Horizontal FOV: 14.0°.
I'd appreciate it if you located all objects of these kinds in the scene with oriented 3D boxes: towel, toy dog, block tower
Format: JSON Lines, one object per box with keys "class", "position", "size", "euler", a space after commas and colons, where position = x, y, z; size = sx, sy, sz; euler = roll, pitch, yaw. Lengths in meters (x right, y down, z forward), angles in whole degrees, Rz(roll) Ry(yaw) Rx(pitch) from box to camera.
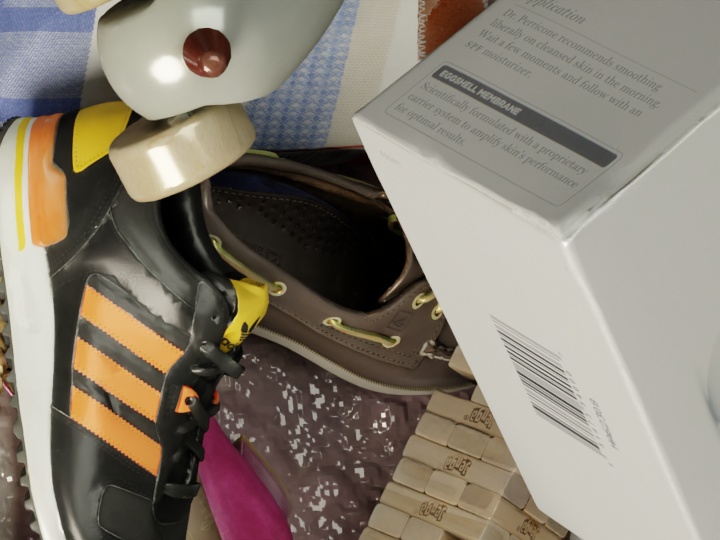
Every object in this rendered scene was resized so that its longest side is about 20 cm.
{"class": "towel", "position": [-0.043, -0.107, 1.073], "size": [0.200, 0.024, 0.147], "euler": [-3, 127, -21]}
{"class": "toy dog", "position": [-0.013, -0.105, 0.985], "size": [0.132, 0.096, 0.200], "euler": [44, 80, -23]}
{"class": "block tower", "position": [0.034, 0.115, 1.137], "size": [0.054, 0.058, 0.200], "euler": [36, 77, -49]}

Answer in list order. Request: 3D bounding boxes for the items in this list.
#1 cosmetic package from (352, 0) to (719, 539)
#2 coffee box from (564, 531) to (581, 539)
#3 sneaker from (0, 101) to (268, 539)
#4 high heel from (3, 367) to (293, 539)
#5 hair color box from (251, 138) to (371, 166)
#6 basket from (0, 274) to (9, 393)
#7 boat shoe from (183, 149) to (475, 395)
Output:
{"class": "cosmetic package", "position": [0.135, -0.021, 1.003], "size": [0.200, 0.123, 0.200], "euler": [-39, 129, -16]}
{"class": "coffee box", "position": [0.147, 0.100, 1.188], "size": [0.114, 0.080, 0.200], "euler": [14, 77, -17]}
{"class": "sneaker", "position": [-0.073, 0.037, 1.039], "size": [0.090, 0.070, 0.200], "euler": [-11, 87, 12]}
{"class": "high heel", "position": [-0.101, 0.052, 1.096], "size": [0.067, 0.096, 0.200], "euler": [-36, 104, 15]}
{"class": "hair color box", "position": [-0.043, -0.141, 1.168], "size": [0.111, 0.064, 0.200], "euler": [-4, 85, -18]}
{"class": "basket", "position": [-0.228, -0.013, 1.061], "size": [0.143, 0.149, 0.200], "euler": [-19, 86, -39]}
{"class": "boat shoe", "position": [0.000, 0.000, 1.141], "size": [0.200, 0.059, 0.072], "euler": [19, 66, -33]}
